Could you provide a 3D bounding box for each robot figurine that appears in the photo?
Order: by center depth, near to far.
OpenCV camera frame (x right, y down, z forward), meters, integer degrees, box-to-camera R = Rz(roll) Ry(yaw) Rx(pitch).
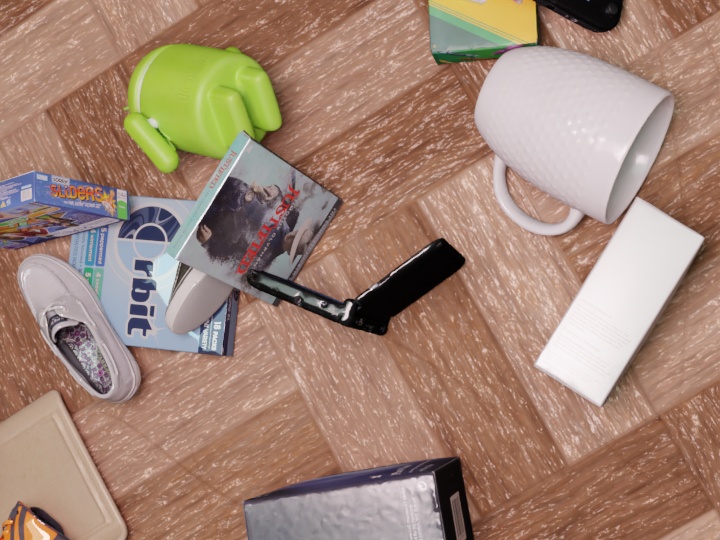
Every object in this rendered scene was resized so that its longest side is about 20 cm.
[{"bbox_3d":[-0.177,-0.188,1.373,0.199,0.117,0.175,16,47,41],"label":"robot figurine"}]

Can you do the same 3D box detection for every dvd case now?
[{"bbox_3d":[-0.108,-0.049,1.326,0.022,0.200,0.147,33,91,31],"label":"dvd case"}]

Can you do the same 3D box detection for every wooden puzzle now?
[{"bbox_3d":[-0.380,0.268,1.438,0.184,0.037,0.201,-32,75,8],"label":"wooden puzzle"}]

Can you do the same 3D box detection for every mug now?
[{"bbox_3d":[0.207,-0.131,1.305,0.174,0.147,0.202,30,121,21],"label":"mug"}]

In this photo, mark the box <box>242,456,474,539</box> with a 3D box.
[{"bbox_3d":[0.004,0.267,1.270,0.196,0.200,0.125,-12,83,10],"label":"box"}]

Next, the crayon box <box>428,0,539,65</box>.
[{"bbox_3d":[0.135,-0.334,1.370,0.117,0.058,0.203,-3,84,11],"label":"crayon box"}]

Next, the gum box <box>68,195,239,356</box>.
[{"bbox_3d":[-0.236,0.004,1.424,0.198,0.045,0.172,4,86,13],"label":"gum box"}]

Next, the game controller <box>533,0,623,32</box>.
[{"bbox_3d":[0.198,-0.330,1.313,0.198,0.042,0.105,22,75,-23],"label":"game controller"}]

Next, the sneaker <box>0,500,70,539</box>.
[{"bbox_3d":[-0.409,0.311,1.388,0.198,0.078,0.113,8,80,5],"label":"sneaker"}]

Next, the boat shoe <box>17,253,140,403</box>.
[{"bbox_3d":[-0.322,0.064,1.379,0.072,0.068,0.201,-34,80,8],"label":"boat shoe"}]

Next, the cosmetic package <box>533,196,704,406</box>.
[{"bbox_3d":[0.267,0.036,1.284,0.084,0.108,0.201,31,90,13],"label":"cosmetic package"}]

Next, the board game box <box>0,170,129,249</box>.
[{"bbox_3d":[-0.372,-0.063,1.377,0.198,0.135,0.035,-11,77,34],"label":"board game box"}]

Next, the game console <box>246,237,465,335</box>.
[{"bbox_3d":[0.000,0.000,1.295,0.174,0.200,0.117,22,89,13],"label":"game console"}]

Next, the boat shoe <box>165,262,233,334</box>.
[{"bbox_3d":[-0.161,-0.026,1.358,0.063,0.071,0.201,33,93,27],"label":"boat shoe"}]
